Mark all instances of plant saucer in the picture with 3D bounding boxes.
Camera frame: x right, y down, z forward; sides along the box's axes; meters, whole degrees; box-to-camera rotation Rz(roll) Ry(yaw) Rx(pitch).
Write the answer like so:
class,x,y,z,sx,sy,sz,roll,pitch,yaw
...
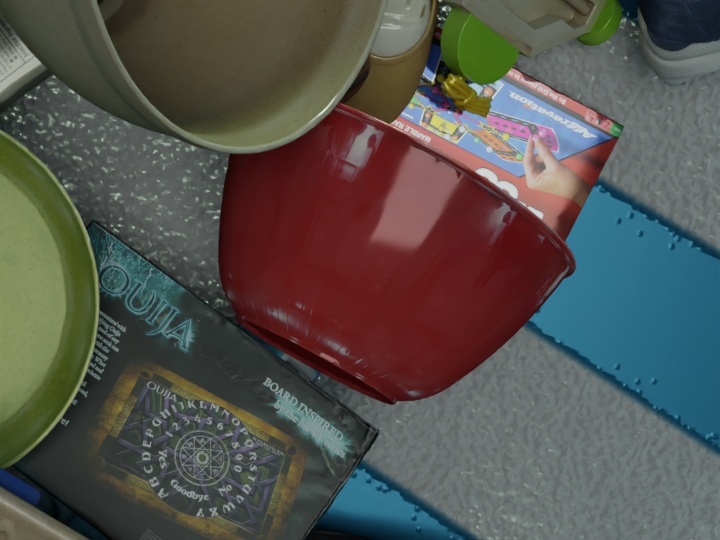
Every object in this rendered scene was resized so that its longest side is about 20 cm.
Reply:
class,x,y,z,sx,sy,sz,roll,pitch,yaw
plant saucer,-0.233,0.015,0.760,0.199,0.031,0.201,0,92,-1

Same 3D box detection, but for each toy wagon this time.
class,x,y,z,sx,sy,sz,roll,pitch,yaw
toy wagon,0.093,-0.182,0.806,0.155,0.040,0.201,27,93,-42

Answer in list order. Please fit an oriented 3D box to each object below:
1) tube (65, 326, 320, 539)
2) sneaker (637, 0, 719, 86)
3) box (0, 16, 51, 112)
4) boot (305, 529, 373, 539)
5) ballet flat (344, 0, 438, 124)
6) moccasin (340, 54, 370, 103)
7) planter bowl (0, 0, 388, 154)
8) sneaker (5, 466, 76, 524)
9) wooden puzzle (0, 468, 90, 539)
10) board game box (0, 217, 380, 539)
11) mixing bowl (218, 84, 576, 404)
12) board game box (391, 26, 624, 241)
class,x,y,z,sx,sy,sz,roll,pitch,yaw
tube,-0.096,0.111,0.834,0.077,0.050,0.200,40,77,-8
sneaker,0.223,-0.190,0.842,0.080,0.147,0.200,30,53,24
box,-0.219,-0.129,0.804,0.200,0.078,0.095,-35,100,1
boot,-0.013,0.237,0.883,0.199,0.066,0.166,15,98,-11
ballet flat,0.017,-0.180,0.810,0.068,0.063,0.201,9,88,-6
moccasin,-0.074,-0.169,0.785,0.073,0.078,0.202,-33,69,-12
planter bowl,-0.094,-0.160,0.664,0.134,0.200,0.202,12,99,37
sneaker,-0.181,0.102,0.836,0.073,0.082,0.201,-1,98,-5
wooden puzzle,-0.183,0.173,0.773,0.199,0.046,0.185,31,131,-18
board game box,-0.107,0.083,0.801,0.200,0.028,0.136,37,77,3
mixing bowl,0.000,0.000,0.769,0.199,0.200,0.109,30,82,-8
board game box,0.044,-0.084,0.862,0.199,0.019,0.103,26,96,-7
